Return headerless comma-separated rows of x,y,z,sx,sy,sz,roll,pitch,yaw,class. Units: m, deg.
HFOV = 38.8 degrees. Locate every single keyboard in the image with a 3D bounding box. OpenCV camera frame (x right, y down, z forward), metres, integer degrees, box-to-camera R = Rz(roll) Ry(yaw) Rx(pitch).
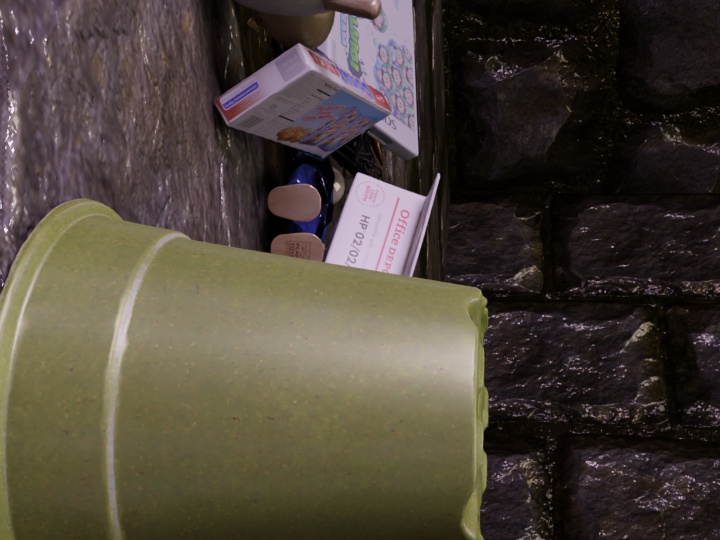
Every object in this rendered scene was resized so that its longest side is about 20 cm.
-0.034,-0.135,0.928,0.040,0.104,0.200,-45,159,-9,keyboard

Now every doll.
-0.045,-0.056,0.900,0.200,0.048,0.137,-75,164,-73,doll

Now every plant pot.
-0.038,0.068,0.465,0.200,0.189,0.201,1,90,-81,plant pot

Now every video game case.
0.007,-0.237,1.059,0.182,0.024,0.200,26,57,-55,video game case

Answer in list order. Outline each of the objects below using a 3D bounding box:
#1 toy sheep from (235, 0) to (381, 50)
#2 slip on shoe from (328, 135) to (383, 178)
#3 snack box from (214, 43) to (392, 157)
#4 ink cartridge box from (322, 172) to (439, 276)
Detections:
-0.037,-0.235,0.651,0.138,0.138,0.200,-78,175,-56,toy sheep
-0.009,-0.197,1.102,0.076,0.060,0.200,-64,153,-72,slip on shoe
-0.036,-0.123,0.774,0.024,0.072,0.200,61,15,9,snack box
0.000,0.000,0.878,0.200,0.068,0.115,116,-7,-59,ink cartridge box
